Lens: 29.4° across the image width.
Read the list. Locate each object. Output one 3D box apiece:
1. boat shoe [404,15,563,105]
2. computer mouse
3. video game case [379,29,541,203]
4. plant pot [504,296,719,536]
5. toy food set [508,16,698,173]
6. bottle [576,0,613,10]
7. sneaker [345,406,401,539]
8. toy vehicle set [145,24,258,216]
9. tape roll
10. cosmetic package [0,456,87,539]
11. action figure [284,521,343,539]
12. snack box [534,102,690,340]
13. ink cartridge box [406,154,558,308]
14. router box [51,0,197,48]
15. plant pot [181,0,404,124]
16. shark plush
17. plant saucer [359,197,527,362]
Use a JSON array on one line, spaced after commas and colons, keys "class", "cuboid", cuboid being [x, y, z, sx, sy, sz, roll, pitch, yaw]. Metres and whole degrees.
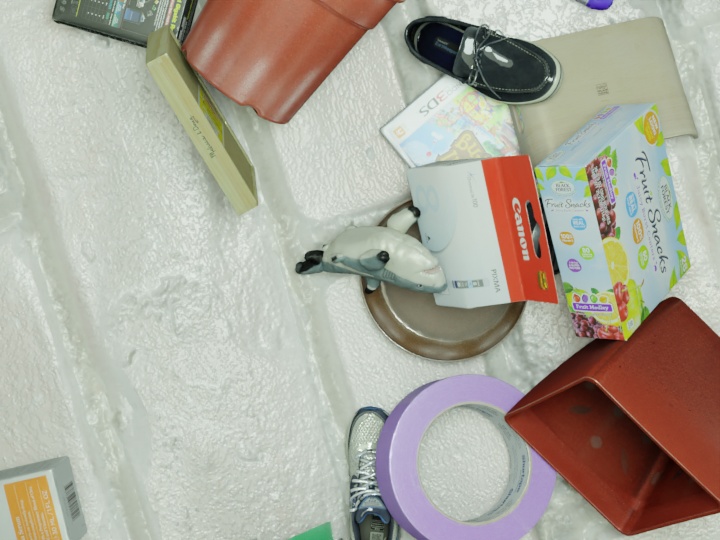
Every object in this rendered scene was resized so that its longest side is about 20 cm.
[{"class": "boat shoe", "cuboid": [0.132, -0.236, 1.529, 0.200, 0.062, 0.075, 26, 101, 29]}, {"class": "computer mouse", "cuboid": [0.217, -0.036, 1.530, 0.053, 0.200, 0.139, 19, 98, 31]}, {"class": "video game case", "cuboid": [0.153, -0.145, 1.595, 0.182, 0.022, 0.200, -40, 91, 7]}, {"class": "plant pot", "cuboid": [0.316, 0.147, 1.509, 0.200, 0.200, 0.176, 43, 62, -3]}, {"class": "toy food set", "cuboid": [0.269, -0.196, 1.554, 0.199, 0.060, 0.144, -13, 78, -3]}, {"class": "bottle", "cuboid": [0.208, -0.371, 1.549, 0.200, 0.065, 0.084, 29, 95, 2]}, {"class": "sneaker", "cuboid": [0.020, 0.261, 1.609, 0.077, 0.085, 0.201, -4, 94, 5]}, {"class": "toy vehicle set", "cuboid": [-0.176, -0.169, 1.536, 0.026, 0.124, 0.200, -28, 113, 6]}, {"class": "tape roll", "cuboid": [0.121, 0.221, 1.572, 0.199, 0.066, 0.201, 2, 82, -13]}, {"class": "cosmetic package", "cuboid": [-0.443, 0.298, 1.656, 0.199, 0.071, 0.102, -14, 94, 6]}, {"class": "action figure", "cuboid": [-0.111, 0.369, 1.644, 0.199, 0.055, 0.119, -13, 95, 12]}, {"class": "snack box", "cuboid": [0.271, -0.054, 1.453, 0.068, 0.169, 0.201, 3, 118, 39]}, {"class": "ink cartridge box", "cuboid": [0.128, -0.039, 1.472, 0.047, 0.200, 0.161, -16, 98, -23]}, {"class": "router box", "cuboid": [-0.256, -0.363, 1.588, 0.149, 0.062, 0.201, 16, 96, 3]}, {"class": "plant pot", "cuboid": [-0.087, -0.283, 1.527, 0.201, 0.201, 0.195, 38, 105, 1]}, {"class": "shark plush", "cuboid": [0.000, 0.000, 1.556, 0.199, 0.091, 0.083, -13, 123, 30]}, {"class": "plant saucer", "cuboid": [0.098, 0.006, 1.595, 0.199, 0.032, 0.201, 2, 101, 11]}]
